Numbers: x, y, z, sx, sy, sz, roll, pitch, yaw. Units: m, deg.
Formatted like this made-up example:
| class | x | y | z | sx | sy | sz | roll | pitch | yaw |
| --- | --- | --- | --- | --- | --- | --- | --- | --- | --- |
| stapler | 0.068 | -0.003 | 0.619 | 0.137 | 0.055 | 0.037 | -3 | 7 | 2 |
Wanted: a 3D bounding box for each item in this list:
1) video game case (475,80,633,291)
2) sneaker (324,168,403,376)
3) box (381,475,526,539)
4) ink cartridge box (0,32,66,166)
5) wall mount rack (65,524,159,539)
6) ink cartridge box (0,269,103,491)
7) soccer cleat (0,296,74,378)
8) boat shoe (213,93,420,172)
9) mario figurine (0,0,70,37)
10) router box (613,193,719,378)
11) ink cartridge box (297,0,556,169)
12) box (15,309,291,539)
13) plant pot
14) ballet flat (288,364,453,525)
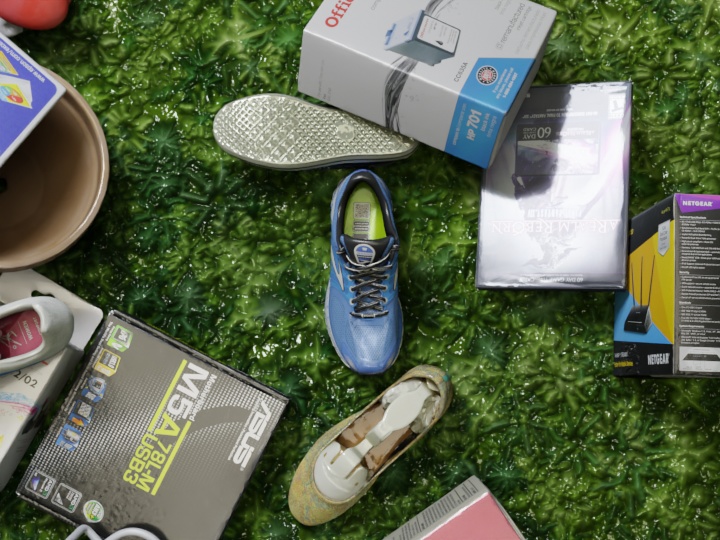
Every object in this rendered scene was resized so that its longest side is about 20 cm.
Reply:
| class | x | y | z | sx | sy | sz | roll | pitch | yaw |
| --- | --- | --- | --- | --- | --- | --- | --- | --- | --- |
| video game case | 0.185 | -0.080 | 1.061 | 0.142 | 0.019 | 0.201 | 0 | 78 | 21 |
| sneaker | 0.000 | 0.000 | 1.050 | 0.078 | 0.089 | 0.201 | -5 | 84 | 1 |
| box | 0.059 | 0.290 | 1.002 | 0.200 | 0.128 | 0.109 | -35 | 86 | -2 |
| ink cartridge box | -0.394 | -0.149 | 0.958 | 0.198 | 0.047 | 0.200 | 42 | 70 | -17 |
| wall mount rack | -0.245 | 0.336 | 1.010 | 0.200 | 0.075 | 0.174 | -39 | 94 | 13 |
| ink cartridge box | -0.346 | 0.097 | 1.054 | 0.115 | 0.068 | 0.201 | 29 | 85 | 3 |
| soccer cleat | -0.351 | 0.074 | 0.979 | 0.199 | 0.086 | 0.070 | -26 | 85 | -1 |
| boat shoe | -0.042 | -0.129 | 1.075 | 0.199 | 0.062 | 0.075 | 0 | 83 | -4 |
| mario figurine | -0.340 | -0.312 | 1.084 | 0.106 | 0.124 | 0.200 | -32 | 72 | -17 |
| router box | 0.272 | 0.021 | 0.990 | 0.051 | 0.200 | 0.150 | 2 | 84 | -1 |
| ink cartridge box | 0.061 | -0.204 | 1.038 | 0.199 | 0.086 | 0.147 | 24 | 58 | 7 |
| box | -0.194 | 0.167 | 1.057 | 0.193 | 0.048 | 0.201 | 27 | 86 | 5 |
| plant pot | -0.341 | -0.092 | 1.048 | 0.200 | 0.093 | 0.202 | 3 | 79 | -17 |
| ballet flat | 0.007 | 0.163 | 1.046 | 0.200 | 0.071 | 0.071 | -42 | 85 | -3 |
